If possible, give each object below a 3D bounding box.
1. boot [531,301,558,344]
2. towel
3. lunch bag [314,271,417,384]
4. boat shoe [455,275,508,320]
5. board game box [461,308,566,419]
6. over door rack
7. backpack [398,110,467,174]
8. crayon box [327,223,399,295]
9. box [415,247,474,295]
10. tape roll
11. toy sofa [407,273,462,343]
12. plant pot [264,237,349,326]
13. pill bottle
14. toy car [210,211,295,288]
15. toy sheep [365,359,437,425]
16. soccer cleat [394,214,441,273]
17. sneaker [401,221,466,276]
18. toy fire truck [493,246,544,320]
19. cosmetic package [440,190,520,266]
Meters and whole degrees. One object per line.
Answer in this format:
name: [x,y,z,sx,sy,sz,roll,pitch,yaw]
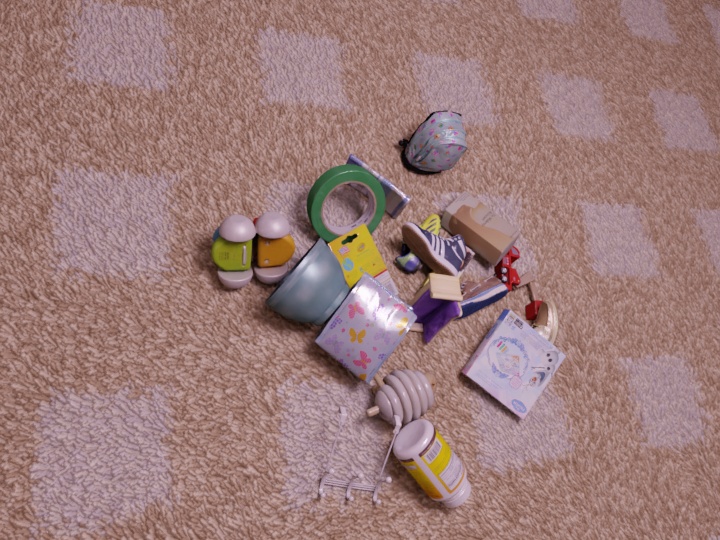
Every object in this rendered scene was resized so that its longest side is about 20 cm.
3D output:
boot: [0.438,0.170,1.702,0.152,0.072,0.204,12,87,-13]
towel: [0.037,-0.219,1.689,0.199,0.147,0.024,37,74,-3]
lunch bag: [0.016,0.130,1.503,0.169,0.127,0.201,36,100,-2]
boat shoe: [0.297,0.070,1.716,0.197,0.073,0.073,-19,57,-23]
board game box: [0.393,0.239,1.637,0.199,0.043,0.200,38,84,-10]
over door rack: [0.001,0.412,1.402,0.145,0.067,0.203,13,95,-17]
backpack: [0.218,-0.354,1.785,0.164,0.200,0.128,-8,71,-25]
crayon box: [0.000,0.000,1.604,0.126,0.051,0.202,-29,97,-29]
box: [0.229,0.008,1.721,0.075,0.050,0.201,37,60,-3]
tape roll: [-0.035,-0.164,1.611,0.197,0.203,0.048,-2,29,-22]
toy sofa: [0.170,0.097,1.573,0.081,0.200,0.099,8,59,-18]
plant pot: [-0.109,0.043,1.489,0.134,0.200,0.201,41,59,-6]
pill bottle: [0.168,0.444,1.456,0.109,0.109,0.201,-48,111,-31]
toy car: [-0.260,-0.065,1.510,0.197,0.177,0.150,-8,36,-24]
toy sheep: [0.096,0.295,1.502,0.198,0.138,0.139,-23,77,-20]
soccer cleat: [0.156,-0.085,1.723,0.083,0.065,0.202,32,61,-6]
sneaker: [0.197,-0.075,1.664,0.200,0.070,0.109,45,61,-16]
toy fire truck: [0.445,0.028,1.799,0.139,0.049,0.203,13,63,-17]
cosmetic package: [0.331,-0.118,1.774,0.199,0.071,0.105,38,59,16]
